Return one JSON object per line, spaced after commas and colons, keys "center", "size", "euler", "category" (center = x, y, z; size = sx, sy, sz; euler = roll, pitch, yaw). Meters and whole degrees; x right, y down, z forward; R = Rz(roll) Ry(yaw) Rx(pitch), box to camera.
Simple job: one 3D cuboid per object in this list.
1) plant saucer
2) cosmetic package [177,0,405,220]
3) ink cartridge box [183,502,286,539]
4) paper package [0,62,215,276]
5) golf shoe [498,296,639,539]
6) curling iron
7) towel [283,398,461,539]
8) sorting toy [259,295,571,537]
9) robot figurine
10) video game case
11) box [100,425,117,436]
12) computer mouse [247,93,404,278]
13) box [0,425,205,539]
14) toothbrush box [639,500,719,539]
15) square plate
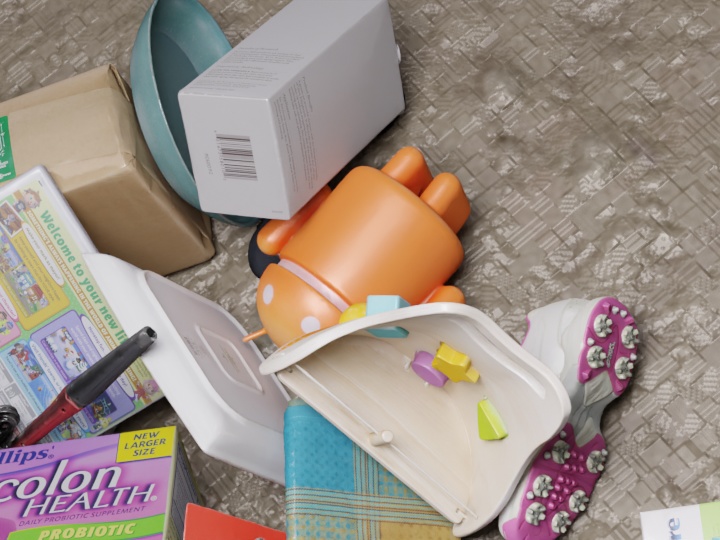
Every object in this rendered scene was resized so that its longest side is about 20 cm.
{"center": [-0.134, -0.125, 1.753], "size": [0.036, 0.200, 0.200], "euler": [-17, 62, 18], "category": "plant saucer"}
{"center": [-0.049, -0.132, 1.707], "size": [0.085, 0.108, 0.200], "euler": [6, 30, 27], "category": "cosmetic package"}
{"center": [-0.056, 0.273, 1.562], "size": [0.047, 0.160, 0.200], "euler": [-21, 58, 37], "category": "ink cartridge box"}
{"center": [-0.244, -0.056, 1.757], "size": [0.200, 0.191, 0.104], "euler": [-19, 62, 10], "category": "paper package"}
{"center": [0.139, 0.112, 1.638], "size": [0.091, 0.075, 0.200], "euler": [8, 69, 45], "category": "golf shoe"}
{"center": [-0.217, 0.092, 1.597], "size": [0.200, 0.050, 0.026], "euler": [-30, 49, 34], "category": "curling iron"}
{"center": [0.010, 0.197, 1.609], "size": [0.147, 0.022, 0.200], "euler": [11, 63, -25], "category": "towel"}
{"center": [0.062, 0.079, 1.556], "size": [0.200, 0.180, 0.107], "euler": [41, 61, -13], "category": "sorting toy"}
{"center": [0.001, 0.001, 1.697], "size": [0.144, 0.117, 0.200], "euler": [43, 81, -15], "category": "robot figurine"}
{"center": [-0.265, 0.050, 1.661], "size": [0.182, 0.022, 0.200], "euler": [-31, 99, 2], "category": "video game case"}
{"center": [-0.322, 0.153, 1.766], "size": [0.193, 0.048, 0.200], "euler": [26, 75, 23], "category": "box"}
{"center": [-0.028, -0.076, 1.789], "size": [0.059, 0.034, 0.200], "euler": [25, 75, 26], "category": "computer mouse"}
{"center": [-0.212, 0.222, 1.576], "size": [0.176, 0.097, 0.200], "euler": [-8, 38, 8], "category": "box"}
{"center": [0.302, 0.209, 1.489], "size": [0.200, 0.146, 0.086], "euler": [-9, 64, 13], "category": "toothbrush box"}
{"center": [-0.106, 0.076, 1.648], "size": [0.028, 0.198, 0.200], "euler": [-41, 60, 10], "category": "square plate"}
